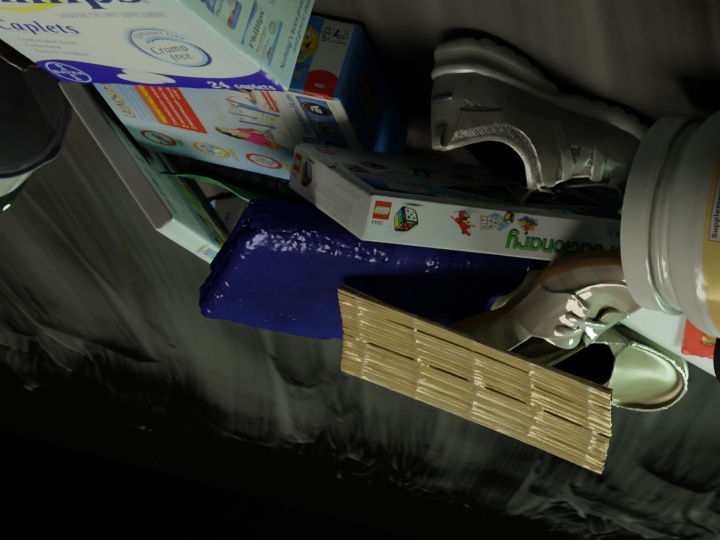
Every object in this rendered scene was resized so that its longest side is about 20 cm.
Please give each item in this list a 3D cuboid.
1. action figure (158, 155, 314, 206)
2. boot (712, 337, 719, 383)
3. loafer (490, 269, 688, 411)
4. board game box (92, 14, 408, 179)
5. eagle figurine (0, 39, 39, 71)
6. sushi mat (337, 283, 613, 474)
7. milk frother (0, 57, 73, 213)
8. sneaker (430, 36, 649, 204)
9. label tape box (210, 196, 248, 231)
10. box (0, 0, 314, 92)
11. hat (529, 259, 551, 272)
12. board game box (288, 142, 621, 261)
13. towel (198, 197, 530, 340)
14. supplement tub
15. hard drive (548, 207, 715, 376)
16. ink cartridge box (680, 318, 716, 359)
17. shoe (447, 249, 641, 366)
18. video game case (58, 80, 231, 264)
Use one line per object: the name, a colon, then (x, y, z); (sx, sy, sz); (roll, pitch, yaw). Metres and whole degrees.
action figure: (-0.036, -0.063, 1.669); (0.199, 0.055, 0.118); (17, -161, 12)
boot: (0.334, 0.080, 1.450); (0.138, 0.078, 0.200); (11, 179, 40)
loafer: (0.169, 0.067, 1.626); (0.200, 0.068, 0.076); (26, 132, -38)
board game box: (-0.081, -0.124, 1.543); (0.195, 0.056, 0.200); (13, 166, 14)
eagle figurine: (-0.302, -0.189, 1.471); (0.199, 0.151, 0.152); (-10, -145, -12)
sushi mat: (0.075, 0.073, 1.493); (0.199, 0.012, 0.096); (21, 143, 15)
milk frother: (-0.336, -0.082, 1.703); (0.180, 0.201, 0.188); (24, 164, -12)
sneaker: (0.118, -0.075, 1.450); (0.200, 0.082, 0.075); (24, 164, -28)
label tape box: (-0.045, -0.013, 1.910); (0.143, 0.066, 0.200); (24, 162, -29)
box: (-0.150, -0.190, 1.274); (0.183, 0.105, 0.200); (5, 162, 35)
hat: (0.125, -0.010, 1.670); (0.200, 0.081, 0.201); (-8, 159, -3)
board game box: (0.067, -0.043, 1.477); (0.199, 0.035, 0.126); (6, -165, -25)
towel: (0.000, 0.000, 1.528); (0.199, 0.050, 0.148); (9, 150, -17)
supplement tub: (0.272, -0.024, 1.346); (0.199, 0.146, 0.145); (8, 164, 30)
hard drive: (0.248, 0.005, 1.593); (0.200, 0.027, 0.132); (27, 127, -38)
ink cartridge box: (0.302, 0.025, 1.531); (0.162, 0.050, 0.200); (8, 141, 8)
shoe: (0.128, 0.039, 1.477); (0.070, 0.054, 0.200); (16, 153, -30)
video game case: (-0.150, -0.067, 1.695); (0.143, 0.018, 0.200); (55, -174, 18)
